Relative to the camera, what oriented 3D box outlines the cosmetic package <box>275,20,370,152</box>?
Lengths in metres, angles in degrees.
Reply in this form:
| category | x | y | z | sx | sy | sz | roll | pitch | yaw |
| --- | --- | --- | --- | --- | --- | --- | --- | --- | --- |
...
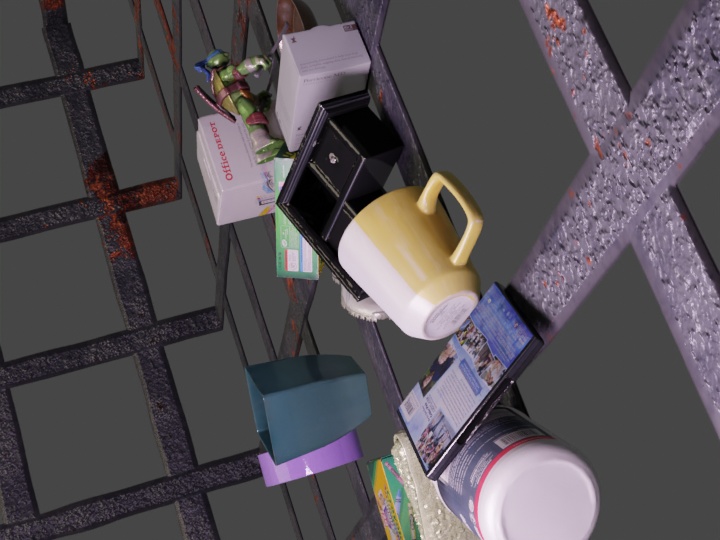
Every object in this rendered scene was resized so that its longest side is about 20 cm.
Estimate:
| category | x | y | z | sx | sy | sz | roll | pitch | yaw |
| --- | --- | --- | --- | --- | --- | --- | --- | --- | --- |
| cosmetic package | -0.058 | -0.267 | 1.688 | 0.200 | 0.112 | 0.082 | 105 | 148 | -66 |

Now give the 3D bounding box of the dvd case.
| category | x | y | z | sx | sy | sz | roll | pitch | yaw |
| --- | --- | --- | --- | --- | --- | --- | --- | --- | --- |
| dvd case | 0.119 | 0.122 | 1.301 | 0.201 | 0.017 | 0.143 | -54 | 24 | 13 |

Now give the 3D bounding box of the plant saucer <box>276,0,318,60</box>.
| category | x | y | z | sx | sy | sz | roll | pitch | yaw |
| --- | --- | --- | --- | --- | --- | --- | --- | --- | --- |
| plant saucer | -0.092 | -0.353 | 1.881 | 0.200 | 0.034 | 0.202 | 165 | 90 | -74 |

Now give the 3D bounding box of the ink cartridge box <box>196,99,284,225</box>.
| category | x | y | z | sx | sy | sz | roll | pitch | yaw |
| --- | --- | --- | --- | --- | --- | --- | --- | --- | --- |
| ink cartridge box | -0.170 | -0.190 | 1.997 | 0.145 | 0.198 | 0.148 | 111 | 142 | -65 |

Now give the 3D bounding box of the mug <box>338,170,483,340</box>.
| category | x | y | z | sx | sy | sz | roll | pitch | yaw |
| --- | --- | --- | --- | --- | --- | --- | --- | --- | --- |
| mug | 0.070 | -0.009 | 1.411 | 0.154 | 0.149 | 0.187 | 56 | 163 | 33 |

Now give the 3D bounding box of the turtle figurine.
| category | x | y | z | sx | sy | sz | roll | pitch | yaw |
| --- | --- | --- | --- | --- | --- | --- | --- | --- | --- |
| turtle figurine | -0.155 | -0.286 | 1.877 | 0.144 | 0.199 | 0.195 | -31 | 78 | 50 |

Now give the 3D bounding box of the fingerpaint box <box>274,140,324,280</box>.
| category | x | y | z | sx | sy | sz | roll | pitch | yaw |
| --- | --- | --- | --- | --- | --- | --- | --- | --- | --- |
| fingerpaint box | -0.089 | -0.112 | 1.847 | 0.167 | 0.073 | 0.202 | -72 | -16 | -64 |

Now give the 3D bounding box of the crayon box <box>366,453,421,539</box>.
| category | x | y | z | sx | sy | sz | roll | pitch | yaw |
| --- | --- | --- | --- | --- | --- | --- | --- | --- | --- |
| crayon box | 0.074 | 0.407 | 1.937 | 0.119 | 0.058 | 0.202 | 133 | 122 | -73 |

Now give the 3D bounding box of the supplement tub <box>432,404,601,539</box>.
| category | x | y | z | sx | sy | sz | roll | pitch | yaw |
| --- | --- | --- | --- | --- | --- | --- | --- | --- | --- |
| supplement tub | 0.163 | 0.231 | 1.282 | 0.200 | 0.139 | 0.142 | -151 | 48 | -70 |

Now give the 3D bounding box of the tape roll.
| category | x | y | z | sx | sy | sz | roll | pitch | yaw |
| --- | --- | --- | --- | --- | --- | --- | --- | --- | --- |
| tape roll | -0.096 | 0.360 | 2.247 | 0.200 | 0.199 | 0.066 | 137 | 116 | -73 |

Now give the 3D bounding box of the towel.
| category | x | y | z | sx | sy | sz | roll | pitch | yaw |
| --- | --- | --- | --- | --- | --- | --- | --- | --- | --- |
| towel | 0.126 | 0.263 | 1.409 | 0.036 | 0.147 | 0.201 | -143 | 35 | -68 |

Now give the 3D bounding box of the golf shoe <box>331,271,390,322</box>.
| category | x | y | z | sx | sy | sz | roll | pitch | yaw |
| --- | --- | --- | --- | --- | --- | --- | --- | --- | --- |
| golf shoe | 0.000 | 0.000 | 1.805 | 0.200 | 0.078 | 0.098 | -124 | 30 | -50 |

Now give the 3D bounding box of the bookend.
| category | x | y | z | sx | sy | sz | roll | pitch | yaw |
| --- | --- | --- | --- | --- | --- | --- | --- | --- | --- |
| bookend | 0.001 | -0.102 | 1.591 | 0.200 | 0.092 | 0.199 | 50 | 137 | 20 |

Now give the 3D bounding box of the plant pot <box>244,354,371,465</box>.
| category | x | y | z | sx | sy | sz | roll | pitch | yaw |
| --- | --- | --- | --- | --- | --- | --- | --- | --- | --- |
| plant pot | -0.089 | 0.237 | 2.103 | 0.141 | 0.198 | 0.142 | -137 | 36 | -64 |
